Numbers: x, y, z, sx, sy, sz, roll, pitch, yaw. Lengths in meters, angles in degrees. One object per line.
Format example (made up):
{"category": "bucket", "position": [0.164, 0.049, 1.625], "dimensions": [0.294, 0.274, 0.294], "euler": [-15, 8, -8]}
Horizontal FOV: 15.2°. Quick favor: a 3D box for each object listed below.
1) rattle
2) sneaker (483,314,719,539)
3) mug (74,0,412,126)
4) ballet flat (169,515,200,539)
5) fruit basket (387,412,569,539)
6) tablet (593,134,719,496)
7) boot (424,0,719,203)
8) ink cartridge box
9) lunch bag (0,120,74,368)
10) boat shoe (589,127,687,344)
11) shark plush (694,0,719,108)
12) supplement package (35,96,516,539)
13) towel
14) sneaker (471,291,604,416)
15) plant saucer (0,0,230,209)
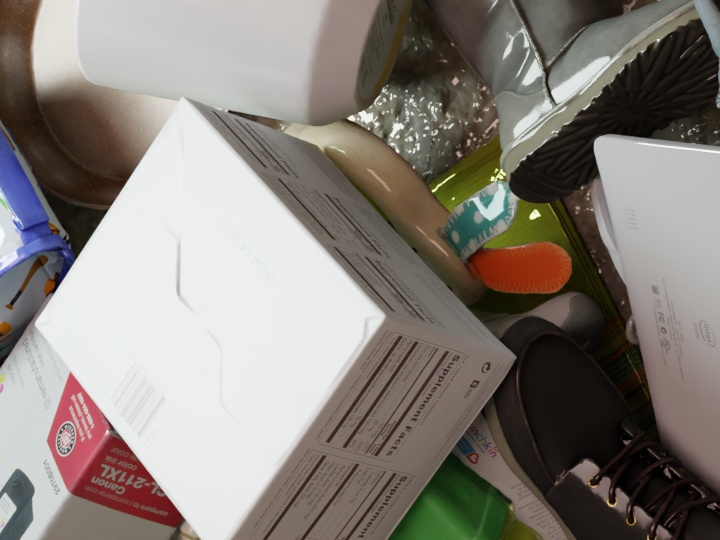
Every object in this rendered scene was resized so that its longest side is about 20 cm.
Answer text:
{"category": "rattle", "position": [0.000, 0.000, 1.488], "dimensions": [0.200, 0.143, 0.131], "euler": [34, 141, 44]}
{"category": "sneaker", "position": [0.145, 0.107, 1.393], "dimensions": [0.106, 0.075, 0.200], "euler": [-5, 120, 58]}
{"category": "mug", "position": [-0.049, -0.156, 1.495], "dimensions": [0.153, 0.187, 0.150], "euler": [19, 114, 14]}
{"category": "ballet flat", "position": [-0.066, 0.155, 1.600], "dimensions": [0.200, 0.072, 0.072], "euler": [27, 103, 31]}
{"category": "fruit basket", "position": [0.052, 0.177, 1.490], "dimensions": [0.185, 0.094, 0.200], "euler": [-30, 118, 30]}
{"category": "tablet", "position": [0.181, 0.030, 1.357], "dimensions": [0.130, 0.014, 0.201], "euler": [11, 122, 50]}
{"category": "boot", "position": [0.112, -0.157, 1.438], "dimensions": [0.182, 0.073, 0.200], "euler": [-32, 50, 21]}
{"category": "ink cartridge box", "position": [-0.188, 0.141, 1.637], "dimensions": [0.200, 0.083, 0.146], "euler": [-55, 37, 19]}
{"category": "lunch bag", "position": [-0.264, -0.027, 1.684], "dimensions": [0.170, 0.124, 0.200], "euler": [58, 136, 19]}
{"category": "boat shoe", "position": [0.177, 0.015, 1.444], "dimensions": [0.073, 0.068, 0.200], "euler": [-30, 82, -18]}
{"category": "shark plush", "position": [0.196, -0.048, 1.348], "dimensions": [0.083, 0.200, 0.091], "euler": [-16, 36, 2]}
{"category": "supplement package", "position": [-0.048, 0.037, 1.410], "dimensions": [0.156, 0.111, 0.200], "euler": [-55, 49, 15]}
{"category": "towel", "position": [0.099, 0.024, 1.524], "dimensions": [0.086, 0.018, 0.200], "euler": [-34, 71, 27]}
{"category": "sneaker", "position": [0.051, 0.052, 1.511], "dimensions": [0.200, 0.070, 0.080], "euler": [-34, 68, 39]}
{"category": "plant saucer", "position": [-0.147, -0.137, 1.675], "dimensions": [0.200, 0.034, 0.201], "euler": [-1, 88, 32]}
